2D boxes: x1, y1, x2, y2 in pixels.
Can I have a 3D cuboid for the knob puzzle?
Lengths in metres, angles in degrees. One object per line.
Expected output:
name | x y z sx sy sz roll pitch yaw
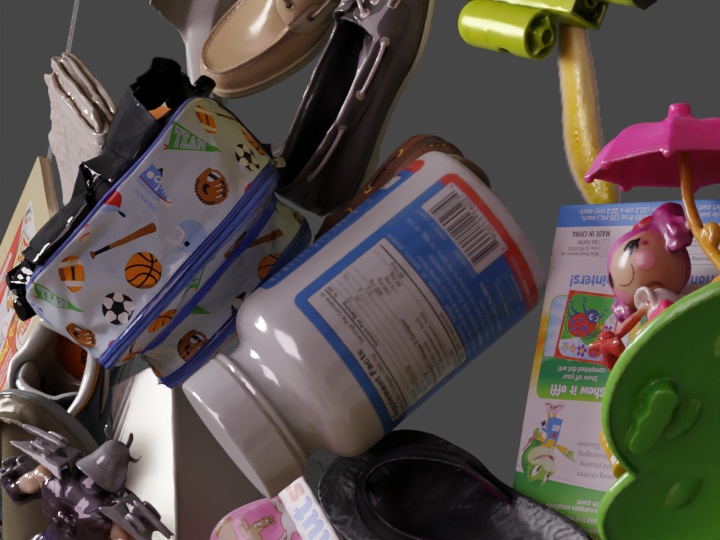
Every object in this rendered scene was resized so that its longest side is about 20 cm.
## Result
knob puzzle | -0.251 0.044 1.349 0.219 0.030 0.222 -34 50 55

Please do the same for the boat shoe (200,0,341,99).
boat shoe | -0.038 -0.200 1.197 0.200 0.065 0.071 -42 59 4

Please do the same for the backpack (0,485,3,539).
backpack | -0.280 0.224 1.233 0.134 0.182 0.202 -15 55 38

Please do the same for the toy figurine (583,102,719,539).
toy figurine | 0.163 0.012 0.869 0.185 0.149 0.201 -100 25 -47

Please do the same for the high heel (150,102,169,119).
high heel | -0.126 -0.040 1.269 0.067 0.097 0.200 -22 41 -9

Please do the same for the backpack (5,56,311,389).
backpack | -0.121 -0.017 1.071 0.201 0.154 0.191 -54 -1 0

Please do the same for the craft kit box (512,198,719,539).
craft kit box | 0.176 0.062 0.929 0.199 0.048 0.200 0 72 46

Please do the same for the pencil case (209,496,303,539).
pencil case | -0.025 0.228 1.037 0.087 0.082 0.201 -49 46 18

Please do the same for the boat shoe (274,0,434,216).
boat shoe | -0.004 -0.132 1.156 0.067 0.057 0.202 31 106 56

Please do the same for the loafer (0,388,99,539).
loafer | -0.202 0.174 1.169 0.075 0.070 0.202 -6 112 38

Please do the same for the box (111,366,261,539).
box | -0.113 0.166 1.153 0.068 0.082 0.202 -26 55 37

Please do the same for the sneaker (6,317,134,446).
sneaker | -0.207 0.103 1.226 0.078 0.079 0.202 22 116 26

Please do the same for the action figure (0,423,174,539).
action figure | -0.185 0.178 1.092 0.130 0.069 0.201 38 112 23

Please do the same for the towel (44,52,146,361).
towel | -0.183 -0.044 1.254 0.133 0.034 0.202 -133 31 -52

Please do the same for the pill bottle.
pill bottle | -0.001 0.034 1.005 0.199 0.113 0.112 -39 43 -11

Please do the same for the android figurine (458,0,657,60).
android figurine | 0.117 -0.222 1.108 0.199 0.041 0.184 24 92 46

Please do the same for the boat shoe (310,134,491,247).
boat shoe | 0.000 0.000 1.118 0.200 0.072 0.068 -50 40 10

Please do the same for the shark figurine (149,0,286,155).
shark figurine | -0.115 -0.165 1.286 0.127 0.089 0.217 -15 62 42

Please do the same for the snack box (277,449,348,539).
snack box | -0.001 0.167 1.043 0.024 0.072 0.201 -46 46 14

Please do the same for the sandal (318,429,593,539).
sandal | 0.046 0.129 0.960 0.199 0.048 0.076 17 71 45
